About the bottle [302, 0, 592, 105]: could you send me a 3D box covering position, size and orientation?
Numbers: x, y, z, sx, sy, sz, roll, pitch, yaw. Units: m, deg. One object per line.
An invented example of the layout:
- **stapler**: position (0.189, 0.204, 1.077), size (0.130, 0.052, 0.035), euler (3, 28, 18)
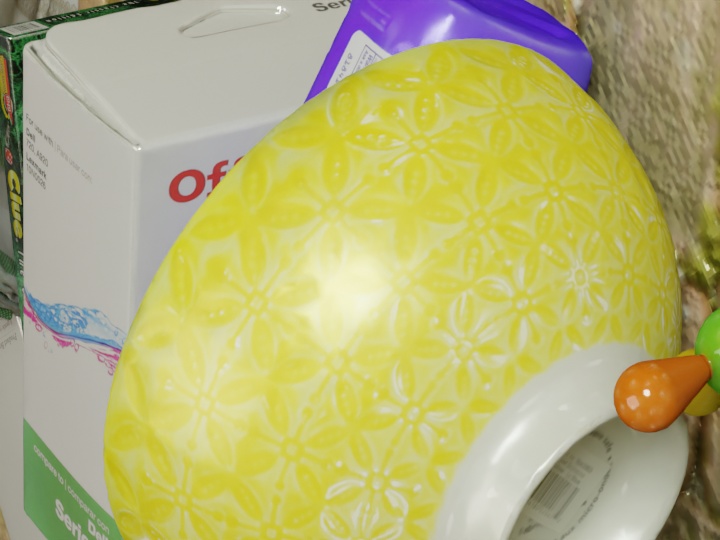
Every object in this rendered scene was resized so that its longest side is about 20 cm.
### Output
- **bottle**: position (0.000, 0.000, 0.827), size (0.065, 0.083, 0.201), euler (45, 113, 49)

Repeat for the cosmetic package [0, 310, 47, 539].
- **cosmetic package**: position (-0.120, 0.074, 1.145), size (0.107, 0.084, 0.201), euler (-28, 79, 61)

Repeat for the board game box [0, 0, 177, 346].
- **board game box**: position (-0.093, -0.011, 1.034), size (0.023, 0.104, 0.202), euler (29, 128, 54)

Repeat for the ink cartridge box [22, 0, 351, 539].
- **ink cartridge box**: position (-0.041, 0.007, 0.908), size (0.084, 0.144, 0.201), euler (42, 137, 44)

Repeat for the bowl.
- **bowl**: position (0.033, 0.043, 0.751), size (0.108, 0.199, 0.201), euler (38, 135, 37)

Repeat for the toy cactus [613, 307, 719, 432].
- **toy cactus**: position (0.152, 0.011, 0.639), size (0.165, 0.102, 0.201), euler (33, 124, 37)

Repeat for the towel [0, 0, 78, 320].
- **towel**: position (-0.145, -0.090, 1.031), size (0.149, 0.030, 0.202), euler (54, -140, -75)
